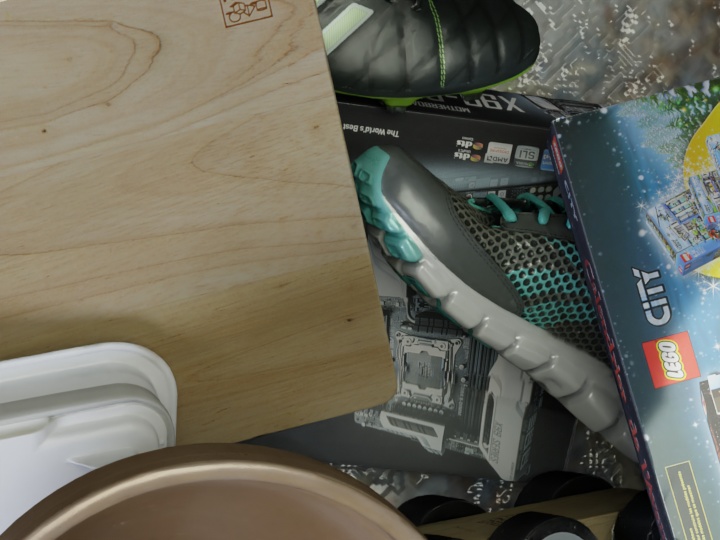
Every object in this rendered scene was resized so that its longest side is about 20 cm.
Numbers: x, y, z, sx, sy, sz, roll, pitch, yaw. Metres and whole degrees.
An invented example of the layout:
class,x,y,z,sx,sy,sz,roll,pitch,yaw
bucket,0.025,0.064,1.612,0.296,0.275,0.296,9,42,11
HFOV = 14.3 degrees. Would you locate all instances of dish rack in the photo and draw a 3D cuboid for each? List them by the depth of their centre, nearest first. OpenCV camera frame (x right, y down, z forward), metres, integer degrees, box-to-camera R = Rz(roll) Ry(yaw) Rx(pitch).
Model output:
class,x,y,z,sx,sy,sz,roll,pitch,yaw
dish rack,-0.144,0.128,1.068,0.172,0.044,0.200,-10,125,-21

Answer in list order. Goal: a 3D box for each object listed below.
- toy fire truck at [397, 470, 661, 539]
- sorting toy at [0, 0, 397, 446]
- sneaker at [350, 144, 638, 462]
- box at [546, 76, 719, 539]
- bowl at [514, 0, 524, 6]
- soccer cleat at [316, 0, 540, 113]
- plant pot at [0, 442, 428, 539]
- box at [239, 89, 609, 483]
class,x,y,z,sx,sy,sz,roll,pitch,yaw
toy fire truck,0.072,0.190,1.118,0.176,0.129,0.200,-8,96,-32
sorting toy,-0.105,-0.026,1.075,0.200,0.070,0.199,-14,118,-4
sneaker,0.081,-0.003,1.127,0.200,0.078,0.091,36,94,-30
box,0.161,0.024,1.063,0.136,0.038,0.200,-15,79,-2
bowl,-0.028,-0.160,1.176,0.201,0.090,0.201,-4,115,-9
soccer cleat,-0.023,-0.113,1.108,0.200,0.068,0.081,8,124,-10
plant pot,-0.061,0.149,1.019,0.201,0.093,0.201,-4,106,-15
box,0.000,0.000,1.174,0.200,0.050,0.158,7,110,-13
